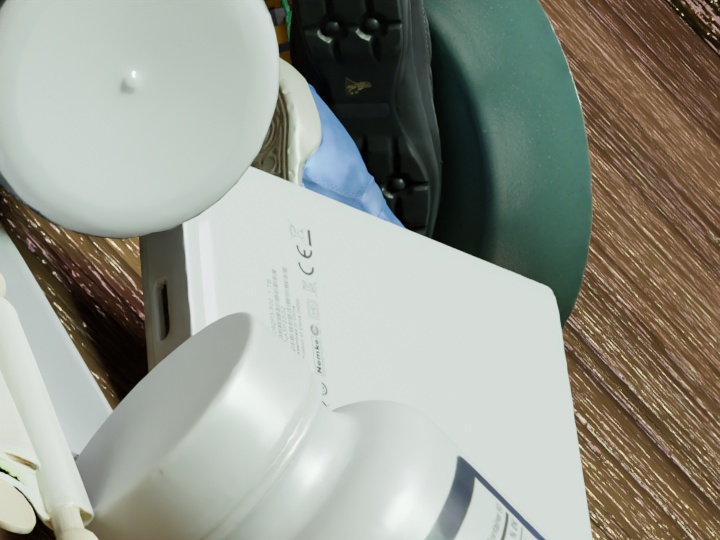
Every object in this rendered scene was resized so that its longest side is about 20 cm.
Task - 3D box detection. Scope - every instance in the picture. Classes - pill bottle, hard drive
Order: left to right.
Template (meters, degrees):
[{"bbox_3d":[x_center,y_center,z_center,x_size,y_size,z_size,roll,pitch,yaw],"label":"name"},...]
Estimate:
[{"bbox_3d":[-0.111,-0.086,1.026,0.106,0.106,0.200,38,-2,-28],"label":"pill bottle"},{"bbox_3d":[0.004,0.040,1.070,0.199,0.026,0.132,22,51,-41],"label":"hard drive"},{"bbox_3d":[0.009,0.109,0.854,0.200,0.111,0.111,45,14,-15],"label":"pill bottle"}]

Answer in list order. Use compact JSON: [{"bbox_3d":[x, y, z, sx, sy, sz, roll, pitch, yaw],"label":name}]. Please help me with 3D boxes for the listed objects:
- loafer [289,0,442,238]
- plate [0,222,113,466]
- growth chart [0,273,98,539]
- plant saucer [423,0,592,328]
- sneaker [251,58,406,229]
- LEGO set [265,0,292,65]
[{"bbox_3d":[0.003,-0.079,1.266,0.071,0.068,0.201,-77,165,-56],"label":"loafer"},{"bbox_3d":[-0.170,-0.019,0.869,0.200,0.032,0.200,26,24,-54],"label":"plate"},{"bbox_3d":[-0.150,-0.001,0.777,0.200,0.018,0.145,36,19,-32],"label":"growth chart"},{"bbox_3d":[0.033,-0.052,1.315,0.036,0.201,0.200,-12,50,-28],"label":"plant saucer"},{"bbox_3d":[-0.001,0.001,1.199,0.111,0.077,0.200,25,29,-41],"label":"sneaker"},{"bbox_3d":[-0.087,-0.141,1.361,0.200,0.115,0.154,-81,155,-68],"label":"LEGO set"}]
